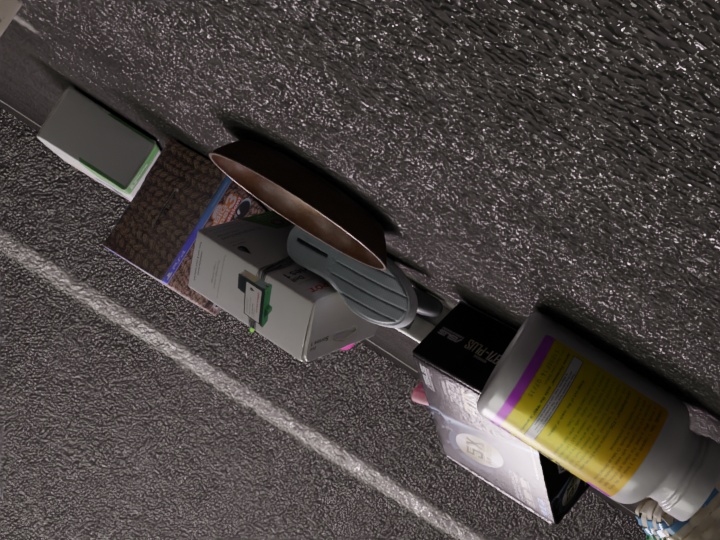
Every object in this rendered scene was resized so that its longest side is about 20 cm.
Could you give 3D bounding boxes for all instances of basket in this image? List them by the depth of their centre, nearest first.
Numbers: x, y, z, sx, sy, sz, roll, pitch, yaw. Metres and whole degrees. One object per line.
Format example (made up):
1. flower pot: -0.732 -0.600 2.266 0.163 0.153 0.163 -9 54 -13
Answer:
1. basket: 0.404 0.309 1.244 0.200 0.139 0.176 42 174 6

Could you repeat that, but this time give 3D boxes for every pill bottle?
1. pill bottle: 0.206 0.129 0.973 0.199 0.105 0.104 32 174 6

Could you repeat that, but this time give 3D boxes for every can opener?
1. can opener: 0.110 0.077 1.325 0.199 0.054 0.067 30 175 13

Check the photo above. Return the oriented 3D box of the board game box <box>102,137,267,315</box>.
1. board game box: -0.217 -0.051 1.485 0.096 0.160 0.200 29 174 19

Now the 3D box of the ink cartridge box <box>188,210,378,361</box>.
1. ink cartridge box: -0.086 0.014 1.383 0.199 0.085 0.146 29 -150 30

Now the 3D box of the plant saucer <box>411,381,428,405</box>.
1. plant saucer: 0.171 0.171 1.552 0.199 0.051 0.201 10 176 1

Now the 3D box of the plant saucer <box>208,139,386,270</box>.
1. plant saucer: -0.052 -0.067 1.084 0.200 0.035 0.200 33 175 3

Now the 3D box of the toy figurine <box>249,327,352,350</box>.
1. toy figurine: -0.071 0.060 1.921 0.183 0.151 0.200 23 -163 -4

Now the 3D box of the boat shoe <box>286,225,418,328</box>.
1. boat shoe: 0.000 0.000 1.280 0.200 0.072 0.062 37 -163 37

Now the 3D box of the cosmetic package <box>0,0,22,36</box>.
1. cosmetic package: -0.434 -0.274 1.070 0.199 0.106 0.071 31 173 3

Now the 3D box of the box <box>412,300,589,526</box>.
1. box: 0.159 0.154 1.224 0.163 0.086 0.201 29 152 37

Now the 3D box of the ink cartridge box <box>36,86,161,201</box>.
1. ink cartridge box: -0.363 -0.171 1.636 0.145 0.088 0.200 32 176 -2
